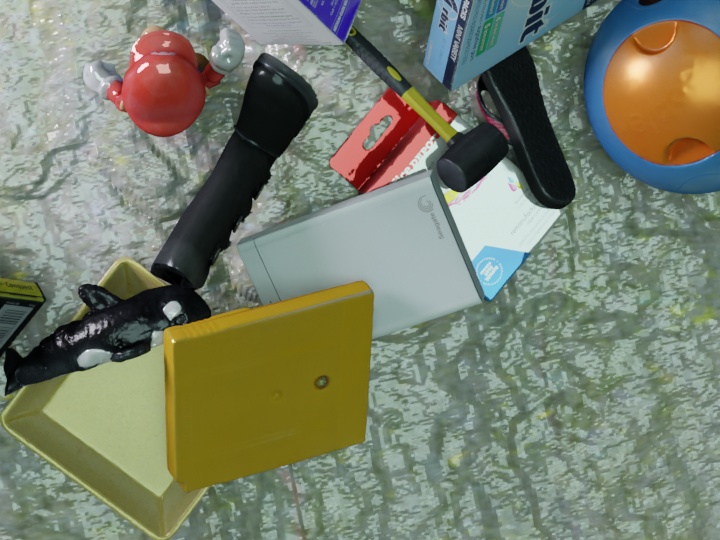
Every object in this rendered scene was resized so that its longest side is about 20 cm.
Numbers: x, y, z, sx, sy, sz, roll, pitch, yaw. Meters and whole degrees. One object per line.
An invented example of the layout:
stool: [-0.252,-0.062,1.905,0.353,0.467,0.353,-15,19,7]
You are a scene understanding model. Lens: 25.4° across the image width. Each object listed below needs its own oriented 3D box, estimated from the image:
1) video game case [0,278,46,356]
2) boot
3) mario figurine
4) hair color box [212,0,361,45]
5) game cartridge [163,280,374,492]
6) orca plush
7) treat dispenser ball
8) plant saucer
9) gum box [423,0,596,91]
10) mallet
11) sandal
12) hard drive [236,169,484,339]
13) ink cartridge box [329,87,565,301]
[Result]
video game case: [-0.401,0.076,1.410,0.200,0.180,0.026,-47,60,22]
boot: [-0.120,-0.082,1.432,0.065,0.165,0.201,34,77,8]
mario figurine: [-0.173,-0.184,1.415,0.106,0.200,0.124,41,90,-8]
hair color box: [-0.099,-0.276,1.408,0.200,0.109,0.065,36,68,-46]
game cartridge: [-0.084,0.107,1.466,0.199,0.032,0.177,-12,126,-23]
orca plush: [-0.238,0.043,1.436,0.199,0.105,0.072,-16,101,21]
treat dispenser ball: [0.305,-0.171,1.466,0.199,0.201,0.203,-1,95,-6]
plant saucer: [-0.204,0.120,1.517,0.200,0.048,0.200,38,91,-8]
gum box: [0.153,-0.270,1.427,0.199,0.170,0.045,-33,67,-24]
mallet: [0.041,-0.151,1.453,0.200,0.041,0.066,39,63,4]
sandal: [0.143,-0.146,1.509,0.075,0.045,0.201,-9,75,-43]
hard drive: [0.000,0.000,1.494,0.199,0.027,0.133,-19,107,17]
ink cartridge box: [0.080,-0.079,1.517,0.200,0.067,0.116,40,90,-7]
